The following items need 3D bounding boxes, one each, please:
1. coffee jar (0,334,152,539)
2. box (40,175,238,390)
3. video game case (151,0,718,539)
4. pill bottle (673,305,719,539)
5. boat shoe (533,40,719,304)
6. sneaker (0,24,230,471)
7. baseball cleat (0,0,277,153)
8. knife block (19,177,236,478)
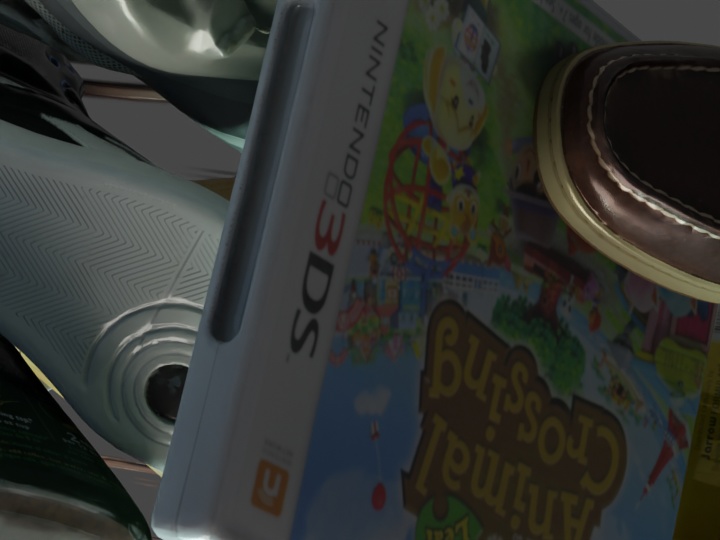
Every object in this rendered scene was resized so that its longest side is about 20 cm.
[{"bbox_3d":[-0.139,0.041,0.800,0.104,0.086,0.200,15,-159,-33],"label":"coffee jar"},{"bbox_3d":[-0.108,0.019,1.053,0.110,0.035,0.200,-29,-178,-25],"label":"box"},{"bbox_3d":[0.033,0.009,0.758,0.022,0.183,0.200,1,161,37],"label":"video game case"},{"bbox_3d":[0.062,0.054,1.020,0.199,0.113,0.112,10,164,9],"label":"pill bottle"},{"bbox_3d":[0.141,-0.025,0.778,0.199,0.073,0.072,16,157,-26],"label":"boat shoe"},{"bbox_3d":[-0.071,-0.017,0.792,0.199,0.073,0.112,30,-160,-1],"label":"sneaker"},{"bbox_3d":[-0.028,-0.064,0.800,0.106,0.070,0.200,17,166,40],"label":"baseball cleat"},{"bbox_3d":[0.000,0.000,0.908,0.200,0.176,0.064,38,159,10],"label":"knife block"}]
